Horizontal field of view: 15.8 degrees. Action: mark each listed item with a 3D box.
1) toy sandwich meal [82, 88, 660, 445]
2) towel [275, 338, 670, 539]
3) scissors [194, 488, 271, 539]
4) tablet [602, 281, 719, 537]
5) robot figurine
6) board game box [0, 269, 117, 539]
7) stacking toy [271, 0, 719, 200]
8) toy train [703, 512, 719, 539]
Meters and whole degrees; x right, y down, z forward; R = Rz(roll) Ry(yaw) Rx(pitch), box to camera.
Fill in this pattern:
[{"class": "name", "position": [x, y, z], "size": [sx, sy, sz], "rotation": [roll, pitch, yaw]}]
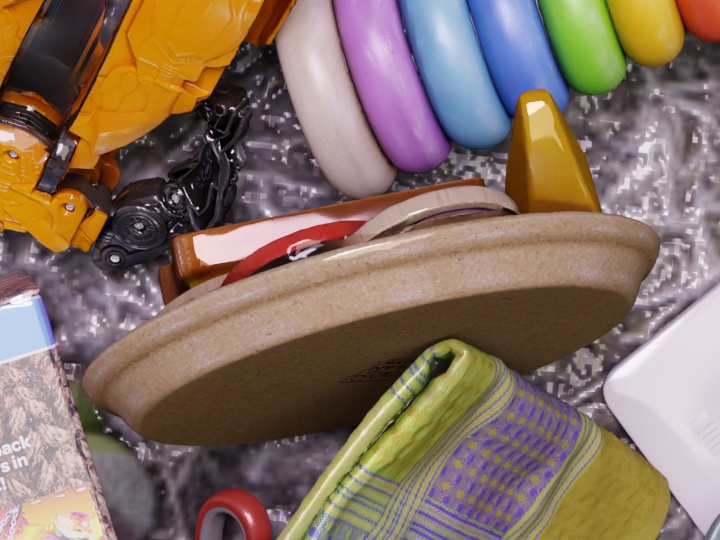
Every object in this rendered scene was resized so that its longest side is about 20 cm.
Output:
[{"class": "toy sandwich meal", "position": [0.000, 0.000, 0.822], "size": [0.205, 0.205, 0.070], "rotation": [-12, 76, -9]}, {"class": "towel", "position": [0.032, 0.104, 0.858], "size": [0.023, 0.200, 0.144], "rotation": [35, 89, 33]}, {"class": "scissors", "position": [-0.029, 0.171, 0.914], "size": [0.014, 0.073, 0.200], "rotation": [-26, 125, -42]}, {"class": "tablet", "position": [0.194, 0.080, 0.952], "size": [0.130, 0.014, 0.200], "rotation": [-38, 99, -6]}, {"class": "robot figurine", "position": [-0.088, -0.084, 0.828], "size": [0.145, 0.058, 0.200], "rotation": [25, 132, -11]}, {"class": "board game box", "position": [-0.154, 0.119, 0.851], "size": [0.159, 0.097, 0.200], "rotation": [-17, 96, -8]}, {"class": "stacking toy", "position": [0.076, -0.089, 0.855], "size": [0.200, 0.085, 0.085], "rotation": [-16, 97, 11]}, {"class": "toy train", "position": [0.181, 0.115, 0.907], "size": [0.114, 0.085, 0.200], "rotation": [19, 90, -20]}]
